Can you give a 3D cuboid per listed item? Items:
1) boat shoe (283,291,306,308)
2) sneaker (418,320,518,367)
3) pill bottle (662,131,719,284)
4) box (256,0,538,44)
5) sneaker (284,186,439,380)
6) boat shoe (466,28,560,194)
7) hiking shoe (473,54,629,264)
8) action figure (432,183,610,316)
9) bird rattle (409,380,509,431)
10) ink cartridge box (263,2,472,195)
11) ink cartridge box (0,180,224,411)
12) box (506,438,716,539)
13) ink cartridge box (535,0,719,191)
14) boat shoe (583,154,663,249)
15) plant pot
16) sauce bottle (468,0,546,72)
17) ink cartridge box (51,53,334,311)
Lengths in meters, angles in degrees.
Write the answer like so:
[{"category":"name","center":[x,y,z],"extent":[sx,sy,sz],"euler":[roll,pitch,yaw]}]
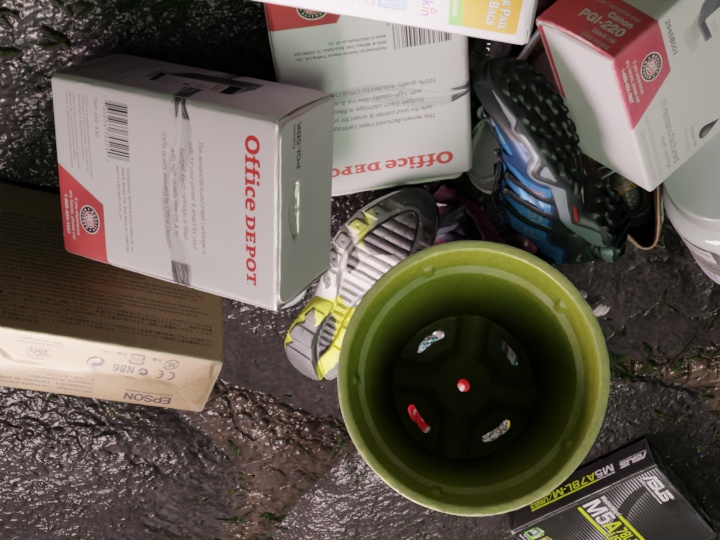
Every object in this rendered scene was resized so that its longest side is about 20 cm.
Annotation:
[{"category":"boat shoe","center":[-0.095,-0.071,0.941],"extent":[0.074,0.086,0.202],"euler":[-27,101,13]},{"category":"sneaker","center":[0.065,0.058,1.066],"extent":[0.200,0.078,0.091],"euler":[31,139,3]},{"category":"pill bottle","center":[0.318,-0.058,0.944],"extent":[0.114,0.114,0.200],"euler":[-28,155,16]},{"category":"box","center":[0.020,-0.227,0.697],"extent":[0.199,0.102,0.113],"euler":[11,136,5]},{"category":"sneaker","center":[0.000,0.000,0.954],"extent":[0.074,0.085,0.200],"euler":[35,118,-5]},{"category":"boat shoe","center":[0.143,-0.149,0.890],"extent":[0.065,0.075,0.202],"euler":[11,126,-47]},{"category":"hiking shoe","center":[0.127,-0.070,0.851],"extent":[0.086,0.075,0.200],"euler":[-16,126,32]},{"category":"action figure","center":[0.127,0.010,1.009],"extent":[0.200,0.134,0.149],"euler":[33,121,-30]},{"category":"bird rattle","center":[0.126,0.093,1.137],"extent":[0.199,0.113,0.163],"euler":[14,118,-4]},{"category":"ink cartridge box","center":[0.006,-0.164,0.861],"extent":[0.144,0.084,0.200],"euler":[-9,132,-2]},{"category":"ink cartridge box","center":[-0.219,0.022,0.942],"extent":[0.199,0.165,0.075],"euler":[11,132,-17]},{"category":"box","center":[0.306,0.305,1.370],"extent":[0.193,0.048,0.200],"euler":[-28,131,19]},{"category":"ink cartridge box","center":[0.243,-0.180,0.828],"extent":[0.200,0.085,0.146],"euler":[-42,137,-9]},{"category":"boat shoe","center":[0.223,-0.098,0.964],"extent":[0.072,0.073,0.200],"euler":[-25,130,16]},{"category":"plant pot","center":[0.087,0.091,0.911],"extent":[0.200,0.201,0.184],"euler":[-11,171,2]},{"category":"sauce bottle","center":[0.121,-0.236,0.826],"extent":[0.066,0.066,0.200],"euler":[6,129,-14]},{"category":"ink cartridge box","center":[-0.123,-0.071,0.840],"extent":[0.199,0.083,0.147],"euler":[15,117,24]}]
